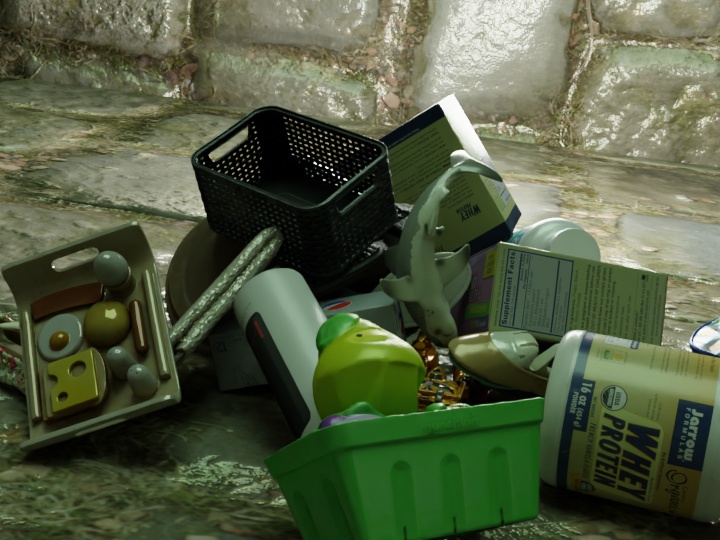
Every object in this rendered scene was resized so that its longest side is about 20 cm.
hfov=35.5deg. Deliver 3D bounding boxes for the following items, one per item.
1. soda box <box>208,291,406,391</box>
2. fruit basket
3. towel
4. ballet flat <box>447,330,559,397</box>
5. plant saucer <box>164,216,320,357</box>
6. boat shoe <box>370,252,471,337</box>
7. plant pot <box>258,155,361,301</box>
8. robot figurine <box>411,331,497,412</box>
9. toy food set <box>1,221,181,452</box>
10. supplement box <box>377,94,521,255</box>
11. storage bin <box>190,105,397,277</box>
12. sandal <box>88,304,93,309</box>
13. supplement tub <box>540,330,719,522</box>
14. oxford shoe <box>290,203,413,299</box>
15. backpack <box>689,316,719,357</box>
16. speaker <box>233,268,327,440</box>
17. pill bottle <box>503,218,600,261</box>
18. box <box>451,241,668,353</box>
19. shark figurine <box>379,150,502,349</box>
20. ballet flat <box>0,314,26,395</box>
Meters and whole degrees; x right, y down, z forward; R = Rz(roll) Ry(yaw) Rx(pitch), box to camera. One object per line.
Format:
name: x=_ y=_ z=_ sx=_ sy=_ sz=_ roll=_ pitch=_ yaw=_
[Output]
soda box: x=-0.054 y=0.072 z=1.179 sx=0.198 sy=0.064 sz=0.068 roll=-10 pitch=13 yaw=7
fruit basket: x=0.027 y=0.117 z=0.895 sx=0.214 sy=0.218 sz=0.155 roll=-3 pitch=-17 yaw=-30
towel: x=-0.157 y=0.044 z=1.149 sx=0.034 sy=0.132 sz=0.200 roll=43 pitch=50 yaw=-6
ballet flat: x=0.175 y=0.093 z=1.165 sx=0.199 sy=0.063 sz=0.069 roll=22 pitch=26 yaw=-35
plant saucer: x=-0.136 y=0.004 z=1.284 sx=0.198 sy=0.202 sz=0.030 roll=12 pitch=-21 yaw=22
boat shoe: x=0.035 y=0.046 z=1.261 sx=0.199 sy=0.073 sz=0.062 roll=-36 pitch=1 yaw=-3
plant pot: x=-0.040 y=-0.021 z=1.386 sx=0.160 sy=0.202 sz=0.200 roll=26 pitch=24 yaw=34
robot figurine: x=0.078 y=0.121 z=1.163 sx=0.144 sy=0.059 sz=0.200 roll=9 pitch=15 yaw=12
toy food set: x=-0.251 y=0.058 z=1.025 sx=0.142 sy=0.061 sz=0.201 roll=-19 pitch=54 yaw=1
supplement box: x=0.087 y=-0.102 z=1.558 sx=0.199 sy=0.201 sz=0.134 roll=-30 pitch=5 yaw=19
storage bin: x=-0.072 y=-0.090 z=1.234 sx=0.199 sy=0.094 sz=0.135 roll=23 pitch=49 yaw=36
sandal: x=-0.259 y=0.083 z=1.176 sx=0.077 sy=0.070 sz=0.212 roll=27 pitch=-7 yaw=-3
supplement tub: x=0.268 y=0.141 z=1.007 sx=0.198 sy=0.146 sz=0.144 roll=11 pitch=16 yaw=17
oxford shoe: x=0.000 y=0.000 z=1.254 sx=0.199 sy=0.085 sz=0.072 roll=-25 pitch=39 yaw=-35
backpack: x=0.454 y=0.105 z=1.223 sx=0.199 sy=0.156 sz=0.190 roll=-12 pitch=13 yaw=-41
speaker: x=-0.050 y=0.090 z=1.052 sx=0.081 sy=0.082 sz=0.201 roll=-3 pitch=42 yaw=-30
pill bottle: x=0.239 y=-0.006 z=1.469 sx=0.110 sy=0.112 sz=0.200 roll=2 pitch=-8 yaw=-14
box: x=0.215 y=0.045 z=1.272 sx=0.198 sy=0.098 sz=0.176 roll=11 pitch=-9 yaw=-11
shark figurine: x=0.061 y=-0.034 z=1.183 sx=0.127 sy=0.217 sz=0.089 roll=13 pitch=-4 yaw=-34
ballet flat: x=-0.317 y=0.090 z=1.113 sx=0.199 sy=0.065 sz=0.075 roll=16 pitch=17 yaw=29
